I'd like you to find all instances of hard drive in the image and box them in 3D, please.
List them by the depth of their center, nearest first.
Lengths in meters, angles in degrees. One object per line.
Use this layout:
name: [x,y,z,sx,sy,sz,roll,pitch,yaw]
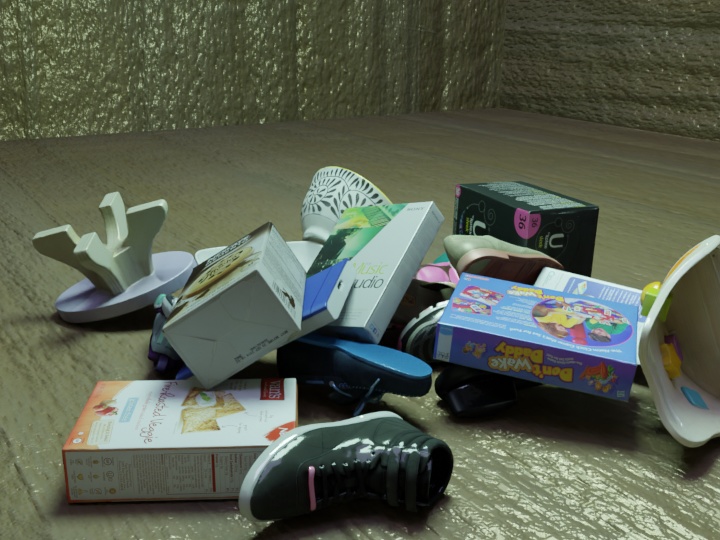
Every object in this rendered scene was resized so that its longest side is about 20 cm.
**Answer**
hard drive: [-0.104,0.061,0.949,0.200,0.025,0.132,-27,16,19]

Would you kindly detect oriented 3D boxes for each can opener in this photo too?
can opener: [0.176,0.115,0.929,0.200,0.079,0.063,-10,-25,-20]

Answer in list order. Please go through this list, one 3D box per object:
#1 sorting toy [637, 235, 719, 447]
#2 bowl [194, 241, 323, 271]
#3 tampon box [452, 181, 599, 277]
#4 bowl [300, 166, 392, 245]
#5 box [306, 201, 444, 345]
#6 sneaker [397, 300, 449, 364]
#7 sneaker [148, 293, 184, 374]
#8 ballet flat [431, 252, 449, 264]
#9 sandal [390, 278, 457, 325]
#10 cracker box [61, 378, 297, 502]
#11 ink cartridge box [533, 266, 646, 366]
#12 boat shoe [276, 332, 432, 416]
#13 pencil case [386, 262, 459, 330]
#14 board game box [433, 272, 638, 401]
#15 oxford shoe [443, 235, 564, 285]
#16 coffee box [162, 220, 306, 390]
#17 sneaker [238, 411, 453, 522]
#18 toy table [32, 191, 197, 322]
sorting toy: [0.326,0.088,0.843,0.107,0.200,0.180,-18,3,36]
bowl: [-0.122,0.022,1.176,0.200,0.075,0.200,-6,18,-21]
tampon box: [0.243,-0.044,1.276,0.126,0.150,0.200,-6,19,-23]
bowl: [-0.028,-0.053,1.302,0.201,0.201,0.094,17,53,42]
box: [0.000,0.000,1.014,0.144,0.036,0.200,-1,46,40]
sneaker: [0.145,0.082,0.997,0.200,0.074,0.087,-9,30,-9]
sneaker: [-0.229,0.079,1.010,0.074,0.088,0.200,25,-8,-5]
ballet flat: [0.152,0.004,1.242,0.067,0.068,0.200,40,-12,-4]
sandal: [0.100,0.042,1.052,0.200,0.080,0.054,15,-24,-25]
cracker box: [-0.158,0.153,0.782,0.200,0.058,0.134,0,18,-5]
ink cartridge box: [0.297,0.063,1.036,0.200,0.039,0.099,17,66,41]
boat shoe: [-0.007,0.114,0.910,0.200,0.069,0.084,11,6,43]
pencil case: [0.063,0.039,1.112,0.200,0.091,0.094,-7,24,-30]
board game box: [0.191,0.066,0.901,0.200,0.045,0.134,11,26,15]
oxford shoe: [0.195,-0.016,1.120,0.200,0.071,0.074,12,33,-41]
coffee box: [-0.126,0.029,0.885,0.113,0.080,0.200,-32,15,7]
sneaker: [-0.001,0.171,0.708,0.200,0.071,0.099,-10,15,-43]
toy table: [-0.332,-0.018,1.125,0.200,0.117,0.184,-20,28,-5]
